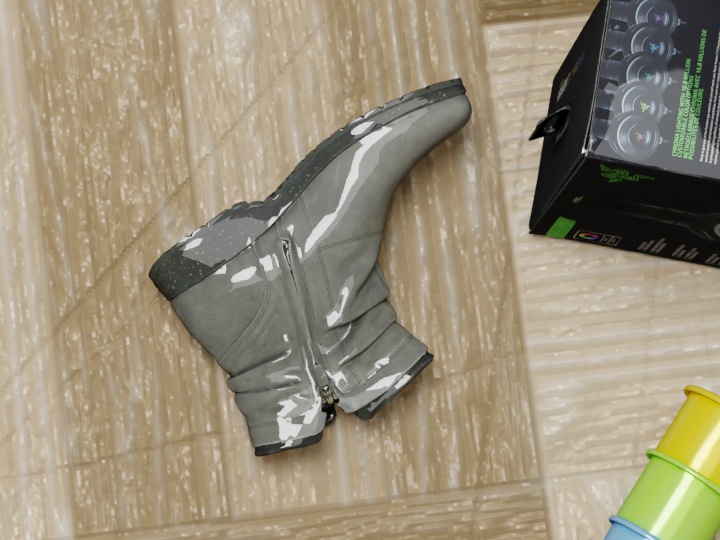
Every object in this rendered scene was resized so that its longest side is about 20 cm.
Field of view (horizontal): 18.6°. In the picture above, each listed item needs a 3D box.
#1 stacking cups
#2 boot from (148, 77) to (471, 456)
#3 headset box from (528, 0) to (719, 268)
[{"bbox_3d":[0.141,0.158,1.132,0.060,0.061,0.200,33,85,2],"label":"stacking cups"},{"bbox_3d":[0.000,0.000,1.146,0.200,0.068,0.131,-35,89,-1],"label":"boot"},{"bbox_3d":[0.186,-0.064,1.107,0.199,0.174,0.093,11,78,-3],"label":"headset box"}]
